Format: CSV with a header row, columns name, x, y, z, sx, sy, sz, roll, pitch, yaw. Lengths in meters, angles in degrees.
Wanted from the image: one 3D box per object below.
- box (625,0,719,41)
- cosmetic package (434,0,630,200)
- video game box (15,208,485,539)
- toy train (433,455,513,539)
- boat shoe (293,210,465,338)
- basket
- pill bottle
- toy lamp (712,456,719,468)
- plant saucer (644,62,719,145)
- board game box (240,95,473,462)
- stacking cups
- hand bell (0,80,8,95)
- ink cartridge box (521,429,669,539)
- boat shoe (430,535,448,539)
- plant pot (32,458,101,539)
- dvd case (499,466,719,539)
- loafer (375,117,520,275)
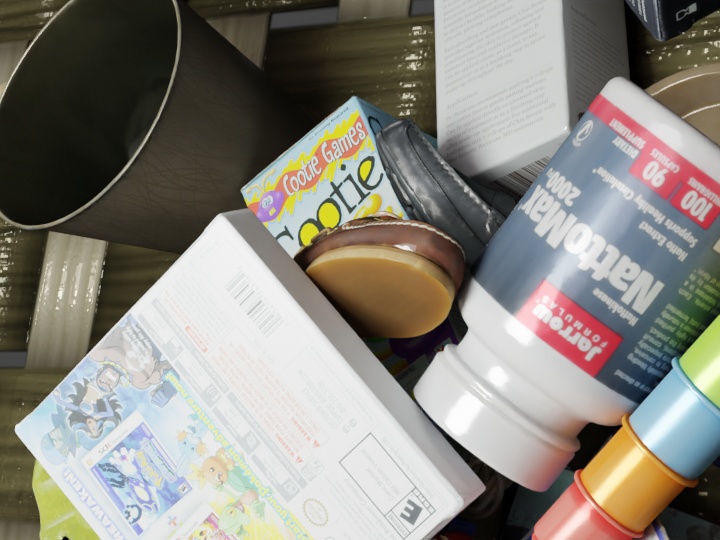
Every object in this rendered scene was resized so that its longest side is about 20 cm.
name,x,y,z,sx,sy,sz,roll,pitch,yaw
box,0.198,-0.270,1.157,0.196,0.118,0.200,-29,55,-5
cosmetic package,0.103,-0.138,1.240,0.101,0.071,0.201,-23,54,37
video game box,-0.062,0.101,1.090,0.182,0.047,0.200,-43,80,19
toy train,0.010,0.140,1.174,0.200,0.116,0.085,-61,21,-7
boat shoe,0.000,0.000,1.122,0.200,0.070,0.070,-21,35,59
basket,-0.114,-0.081,1.326,0.180,0.200,0.136,-51,52,14
pill bottle,0.122,0.011,1.068,0.200,0.119,0.120,-54,51,8
toy lamp,0.255,0.159,1.043,0.058,0.058,0.200,-44,61,17
plant saucer,0.204,-0.022,1.173,0.199,0.029,0.201,-12,69,34
board game box,0.022,0.012,1.253,0.103,0.105,0.200,-37,55,23
stacking cups,0.161,0.073,1.021,0.200,0.060,0.061,-47,53,14
hand bell,-0.197,-0.159,1.507,0.200,0.104,0.104,-44,53,3
ink cartridge box,0.110,0.215,1.073,0.200,0.047,0.198,-50,24,17
boat shoe,0.058,0.206,1.055,0.063,0.073,0.200,-47,35,22
plant pot,-0.092,0.139,1.247,0.200,0.184,0.201,-14,66,34
dvd case,0.153,0.200,1.142,0.200,0.022,0.147,18,87,39
loafer,0.086,-0.012,1.165,0.070,0.068,0.201,-39,86,0
